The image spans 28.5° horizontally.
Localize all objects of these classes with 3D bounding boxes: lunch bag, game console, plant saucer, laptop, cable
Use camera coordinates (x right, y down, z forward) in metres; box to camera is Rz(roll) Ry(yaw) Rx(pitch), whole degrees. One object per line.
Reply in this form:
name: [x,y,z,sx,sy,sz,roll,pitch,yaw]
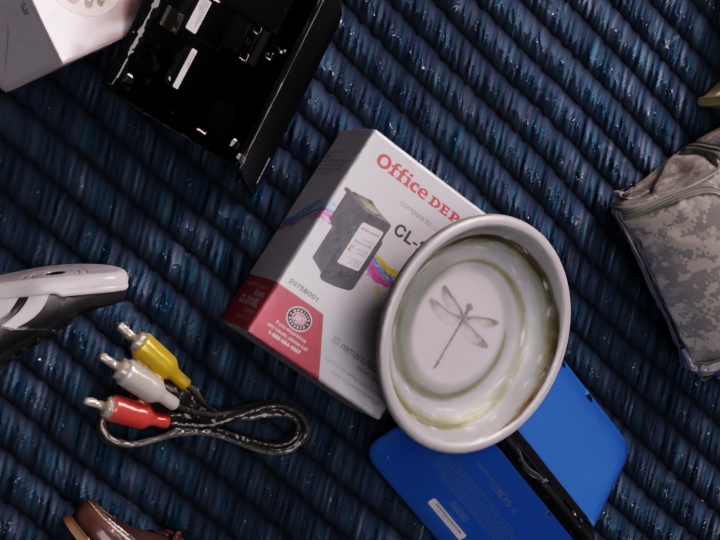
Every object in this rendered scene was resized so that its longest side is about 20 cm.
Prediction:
lunch bag: [0.338,-0.019,1.311,0.167,0.139,0.201,-28,103,0]
game console: [0.130,0.165,1.301,0.170,0.118,0.200,-34,106,17]
plant saucer: [0.085,0.049,1.175,0.199,0.050,0.202,-9,106,-33]
laptop: [-0.101,-0.176,1.124,0.199,0.103,0.178,30,82,-32]
cable: [-0.137,0.124,1.179,0.199,0.050,0.098,27,85,-19]

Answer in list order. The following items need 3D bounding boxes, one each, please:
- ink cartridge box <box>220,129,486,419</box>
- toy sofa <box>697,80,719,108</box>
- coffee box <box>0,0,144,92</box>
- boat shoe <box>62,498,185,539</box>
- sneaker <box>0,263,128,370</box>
ink cartridge box: [0.000,0.000,1.206,0.145,0.083,0.201,35,82,-19]
toy sofa: [0.387,-0.246,1.336,0.097,0.083,0.202,5,92,-20]
coffee box: [-0.201,-0.226,1.070,0.200,0.080,0.114,-36,106,-46]
boat shoe: [-0.159,0.251,1.171,0.070,0.070,0.200,-43,115,-6]
sneaker: [-0.277,0.061,1.117,0.198,0.073,0.113,-8,100,-12]
